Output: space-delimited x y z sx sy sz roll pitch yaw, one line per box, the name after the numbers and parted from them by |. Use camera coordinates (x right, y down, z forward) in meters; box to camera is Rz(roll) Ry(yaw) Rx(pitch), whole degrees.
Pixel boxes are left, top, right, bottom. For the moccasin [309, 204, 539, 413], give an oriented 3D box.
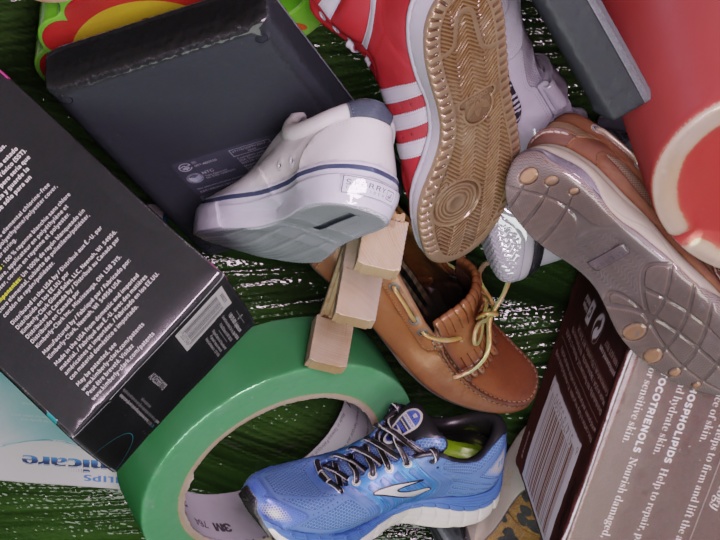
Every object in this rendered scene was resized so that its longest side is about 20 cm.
0.053 0.020 1.524 0.078 0.074 0.201 -22 121 36 | moccasin

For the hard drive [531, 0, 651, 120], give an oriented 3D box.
0.082 -0.188 1.243 0.033 0.140 0.200 -30 123 6 | hard drive

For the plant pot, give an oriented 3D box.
0.227 -0.106 1.304 0.199 0.178 0.201 2 136 2 | plant pot

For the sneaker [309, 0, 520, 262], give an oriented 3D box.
0.029 -0.105 1.329 0.071 0.112 0.201 -27 137 -25 | sneaker

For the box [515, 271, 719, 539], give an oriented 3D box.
0.223 0.108 1.496 0.199 0.166 0.165 13 109 -10 | box

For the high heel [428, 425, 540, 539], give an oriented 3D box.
0.143 0.162 1.673 0.199 0.072 0.143 -13 147 10 | high heel

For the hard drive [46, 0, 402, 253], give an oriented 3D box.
-0.076 -0.084 1.390 0.139 0.033 0.200 -15 148 18 | hard drive

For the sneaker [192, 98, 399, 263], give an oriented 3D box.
-0.031 -0.050 1.340 0.073 0.071 0.200 20 163 -27 | sneaker

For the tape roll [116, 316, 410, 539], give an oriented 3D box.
-0.063 0.119 1.580 0.200 0.048 0.201 -20 142 -17 | tape roll

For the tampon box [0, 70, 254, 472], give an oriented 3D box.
-0.182 -0.004 1.374 0.200 0.126 0.150 43 174 11 | tampon box

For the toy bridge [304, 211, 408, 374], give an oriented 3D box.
0.000 0.000 1.413 0.027 0.067 0.200 13 158 -6 | toy bridge

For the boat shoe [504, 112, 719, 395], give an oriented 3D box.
0.168 -0.012 1.348 0.076 0.072 0.200 -23 116 43 | boat shoe

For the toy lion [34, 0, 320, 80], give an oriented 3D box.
-0.102 -0.155 1.365 0.199 0.069 0.192 -13 140 16 | toy lion

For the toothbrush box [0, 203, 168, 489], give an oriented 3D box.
-0.202 0.050 1.554 0.146 0.086 0.200 4 135 -2 | toothbrush box

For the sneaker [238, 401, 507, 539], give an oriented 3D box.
0.011 0.125 1.544 0.199 0.079 0.089 -10 132 -32 | sneaker

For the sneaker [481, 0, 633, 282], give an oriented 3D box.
0.119 -0.093 1.402 0.114 0.075 0.201 -12 119 -6 | sneaker
